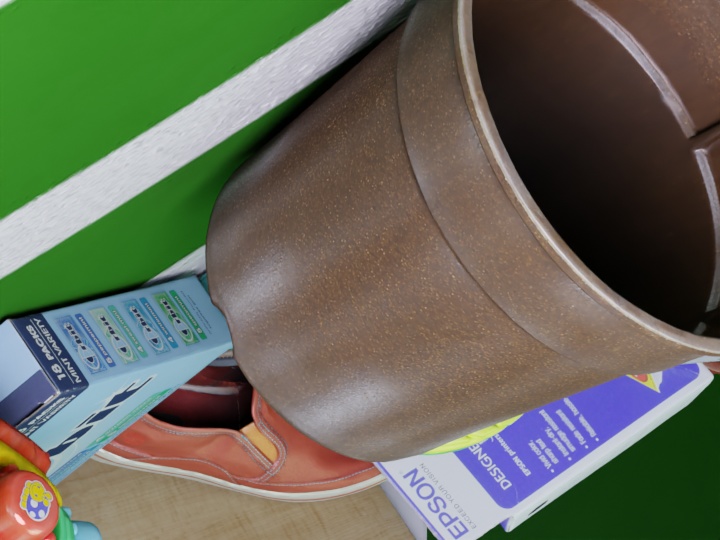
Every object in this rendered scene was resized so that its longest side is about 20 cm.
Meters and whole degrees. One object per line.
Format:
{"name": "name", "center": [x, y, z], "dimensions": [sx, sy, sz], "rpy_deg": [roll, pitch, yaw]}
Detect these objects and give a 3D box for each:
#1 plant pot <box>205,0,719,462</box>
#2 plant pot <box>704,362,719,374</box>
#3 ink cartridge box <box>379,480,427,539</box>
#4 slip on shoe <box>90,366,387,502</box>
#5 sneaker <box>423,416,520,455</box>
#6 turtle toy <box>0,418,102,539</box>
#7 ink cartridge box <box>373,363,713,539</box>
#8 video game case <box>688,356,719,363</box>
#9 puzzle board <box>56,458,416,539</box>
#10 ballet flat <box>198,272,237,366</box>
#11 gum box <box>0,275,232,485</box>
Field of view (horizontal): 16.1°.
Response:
{"name": "plant pot", "center": [0.053, -0.023, 1.051], "dimensions": [0.198, 0.200, 0.200], "rpy_deg": [-32, 177, 43]}
{"name": "plant pot", "center": [0.133, 0.015, 1.672], "dimensions": [0.195, 0.201, 0.201], "rpy_deg": [-31, 177, 34]}
{"name": "ink cartridge box", "center": [-0.041, 0.157, 1.422], "dimensions": [0.200, 0.145, 0.084], "rpy_deg": [-87, -170, -46]}
{"name": "slip on shoe", "center": [-0.056, 0.077, 1.357], "dimensions": [0.200, 0.074, 0.061], "rpy_deg": [9, 142, -25]}
{"name": "sneaker", "center": [0.064, 0.042, 1.326], "dimensions": [0.200, 0.074, 0.084], "rpy_deg": [-40, 175, -42]}
{"name": "turtle toy", "center": [-0.173, 0.099, 1.017], "dimensions": [0.101, 0.146, 0.200], "rpy_deg": [-55, 158, -10]}
{"name": "ink cartridge box", "center": [0.057, 0.041, 1.402], "dimensions": [0.200, 0.198, 0.043], "rpy_deg": [-31, 160, -29]}
{"name": "video game case", "center": [0.214, -0.056, 1.327], "dimensions": [0.023, 0.200, 0.182], "rpy_deg": [1, 174, -38]}
{"name": "puzzle board", "center": [-0.085, 0.130, 1.362], "dimensions": [0.200, 0.151, 0.017], "rpy_deg": [-16, 145, -30]}
{"name": "ballet flat", "center": [0.000, 0.000, 1.300], "dimensions": [0.200, 0.073, 0.073], "rpy_deg": [-32, 173, 6]}
{"name": "gum box", "center": [-0.167, 0.076, 1.204], "dimensions": [0.170, 0.045, 0.200], "rpy_deg": [-38, 173, 20]}
